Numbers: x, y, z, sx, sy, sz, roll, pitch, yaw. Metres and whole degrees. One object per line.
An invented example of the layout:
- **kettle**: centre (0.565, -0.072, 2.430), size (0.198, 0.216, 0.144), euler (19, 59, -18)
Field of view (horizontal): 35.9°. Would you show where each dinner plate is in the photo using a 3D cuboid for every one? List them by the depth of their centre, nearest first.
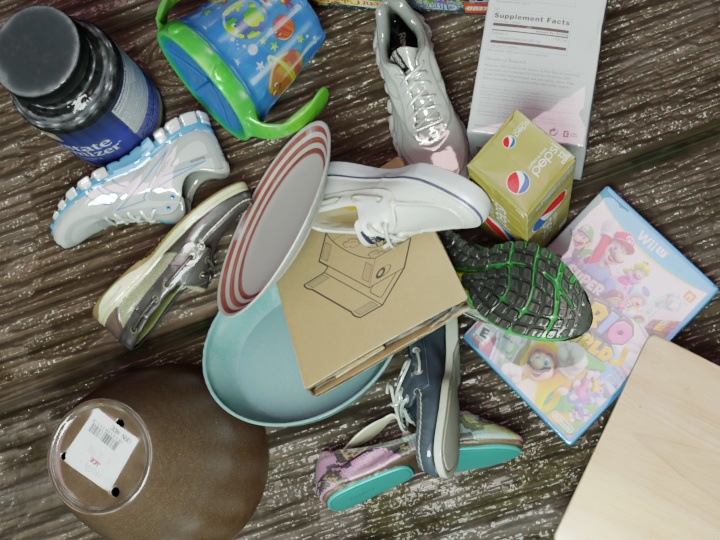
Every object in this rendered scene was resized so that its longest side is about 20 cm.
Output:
- **dinner plate**: centre (-0.075, -0.045, 1.033), size (0.024, 0.200, 0.203), euler (27, 85, -20)

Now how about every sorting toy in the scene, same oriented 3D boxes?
- **sorting toy**: centre (0.299, 0.193, 0.971), size (0.198, 0.070, 0.201), euler (26, 85, 13)

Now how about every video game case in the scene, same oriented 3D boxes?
- **video game case**: centre (0.214, 0.041, 1.040), size (0.200, 0.018, 0.143), euler (-45, 75, 0)

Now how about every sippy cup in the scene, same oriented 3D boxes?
- **sippy cup**: centre (-0.110, -0.222, 1.096), size (0.130, 0.139, 0.178), euler (-43, 110, -11)

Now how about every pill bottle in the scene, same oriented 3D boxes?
- **pill bottle**: centre (-0.270, -0.176, 1.073), size (0.110, 0.200, 0.114), euler (-2, 79, 9)

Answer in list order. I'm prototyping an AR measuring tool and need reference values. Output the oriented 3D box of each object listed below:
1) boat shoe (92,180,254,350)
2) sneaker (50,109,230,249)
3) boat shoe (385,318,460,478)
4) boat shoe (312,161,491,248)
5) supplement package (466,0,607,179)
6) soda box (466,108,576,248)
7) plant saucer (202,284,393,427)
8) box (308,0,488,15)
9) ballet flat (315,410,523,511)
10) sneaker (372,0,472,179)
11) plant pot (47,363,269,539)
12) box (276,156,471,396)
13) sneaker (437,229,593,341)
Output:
- **boat shoe**: centre (-0.173, -0.004, 1.097), size (0.200, 0.073, 0.065), euler (-43, 85, 6)
- **sneaker**: centre (-0.218, -0.072, 1.113), size (0.199, 0.075, 0.087), euler (-35, 81, 3)
- **boat shoe**: centre (0.057, 0.105, 0.983), size (0.061, 0.076, 0.201), euler (-3, 38, 8)
- **boat shoe**: centre (0.025, -0.050, 0.978), size (0.198, 0.071, 0.070), euler (11, 63, 42)
- **supplement package**: centre (0.171, -0.203, 1.044), size (0.108, 0.114, 0.204), euler (9, 80, 11)
- **soda box**: centre (0.142, -0.067, 0.979), size (0.068, 0.200, 0.064), euler (41, 86, 14)
- **plant saucer**: centre (-0.050, 0.069, 1.039), size (0.197, 0.036, 0.202), euler (-12, 46, 12)
- **box**: centre (0.032, -0.294, 1.073), size (0.196, 0.137, 0.038), euler (5, 81, 11)
- **ballet flat**: centre (0.049, 0.162, 1.029), size (0.197, 0.069, 0.072), euler (-18, 58, 7)
- **sneaker**: centre (0.054, -0.171, 1.077), size (0.074, 0.081, 0.203), euler (-20, 78, 4)
- **plant pot**: centre (-0.195, 0.168, 0.997), size (0.183, 0.200, 0.190), euler (-2, 79, 10)
- **box**: centre (0.000, 0.000, 1.020), size (0.162, 0.021, 0.201), euler (-30, 44, 10)
- **sneaker**: centre (0.131, 0.015, 0.994), size (0.199, 0.085, 0.079), euler (25, 86, 47)
